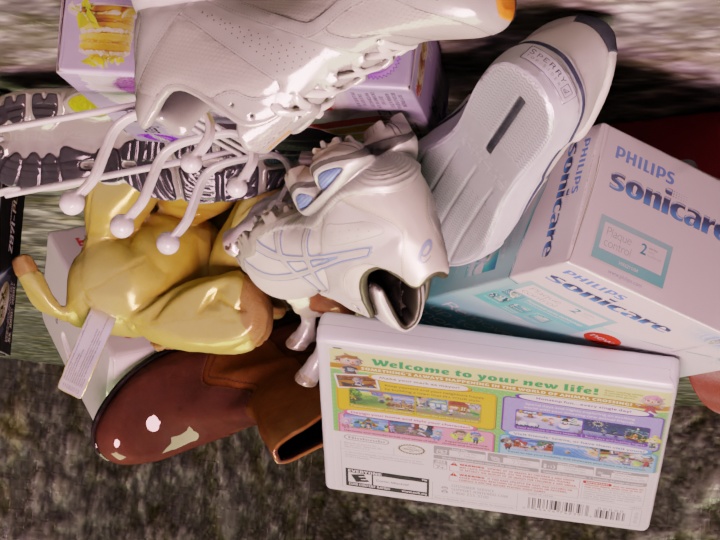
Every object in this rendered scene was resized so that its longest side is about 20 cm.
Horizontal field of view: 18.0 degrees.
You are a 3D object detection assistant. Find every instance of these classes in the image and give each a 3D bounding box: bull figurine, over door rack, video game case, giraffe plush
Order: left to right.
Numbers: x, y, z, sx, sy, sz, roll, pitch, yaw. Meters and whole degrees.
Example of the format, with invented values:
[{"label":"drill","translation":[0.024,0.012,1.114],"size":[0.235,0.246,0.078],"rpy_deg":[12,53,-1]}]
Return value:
[{"label":"over door rack","translation":[-0.151,-0.051,1.227],"size":[0.200,0.067,0.148],"rpy_deg":[3,172,17]},{"label":"giraffe plush","translation":[-0.116,-0.005,1.513],"size":[0.173,0.200,0.162],"rpy_deg":[42,-172,10]},{"label":"bull figurine","translation":[0.000,0.000,1.407],"size":[0.200,0.121,0.065],"rpy_deg":[-9,-143,-38]},{"label":"video game case","translation":[0.076,0.090,1.317],"size":[0.200,0.022,0.182],"rpy_deg":[7,148,6]}]

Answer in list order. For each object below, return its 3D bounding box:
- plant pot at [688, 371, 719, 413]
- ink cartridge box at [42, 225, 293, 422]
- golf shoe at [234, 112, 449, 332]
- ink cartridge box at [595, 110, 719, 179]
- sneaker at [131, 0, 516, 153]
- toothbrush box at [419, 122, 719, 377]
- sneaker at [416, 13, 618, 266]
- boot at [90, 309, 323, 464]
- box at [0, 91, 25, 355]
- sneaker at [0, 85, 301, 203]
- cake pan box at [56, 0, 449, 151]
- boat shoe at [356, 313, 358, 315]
[{"label":"plant pot","translation":[0.354,0.045,1.653],"size":[0.195,0.201,0.201],"rpy_deg":[9,178,40]},{"label":"ink cartridge box","translation":[-0.116,0.028,1.661],"size":[0.200,0.084,0.146],"rpy_deg":[-12,-136,-23]},{"label":"golf shoe","translation":[-0.008,-0.003,1.212],"size":[0.078,0.097,0.200],"rpy_deg":[-25,171,-19]},{"label":"ink cartridge box","translation":[0.192,-0.039,1.371],"size":[0.200,0.084,0.176],"rpy_deg":[-3,155,46]},{"label":"sneaker","translation":[-0.020,-0.099,1.049],"size":[0.200,0.092,0.076],"rpy_deg":[0,172,31]},{"label":"toothbrush box","translation":[0.127,0.000,1.269],"size":[0.146,0.085,0.200],"rpy_deg":[24,160,-25]},{"label":"sneaker","translation":[0.078,-0.063,1.179],"size":[0.071,0.073,0.200],"rpy_deg":[-34,174,-30]},{"label":"boot","translation":[-0.073,0.099,1.489],"size":[0.188,0.069,0.200],"rpy_deg":[-18,-162,-14]},{"label":"box","translation":[-0.323,-0.034,1.466],"size":[0.200,0.164,0.086],"rpy_deg":[5,173,2]},{"label":"sneaker","translation":[-0.131,-0.088,1.378],"size":[0.200,0.078,0.080],"rpy_deg":[5,-165,10]},{"label":"cake pan box","translation":[-0.050,-0.103,1.214],"size":[0.184,0.052,0.200],"rpy_deg":[6,173,6]},{"label":"boat shoe","translation":[0.051,0.022,1.604],"size":[0.071,0.200,0.065],"rpy_deg":[11,-146,-51]}]
